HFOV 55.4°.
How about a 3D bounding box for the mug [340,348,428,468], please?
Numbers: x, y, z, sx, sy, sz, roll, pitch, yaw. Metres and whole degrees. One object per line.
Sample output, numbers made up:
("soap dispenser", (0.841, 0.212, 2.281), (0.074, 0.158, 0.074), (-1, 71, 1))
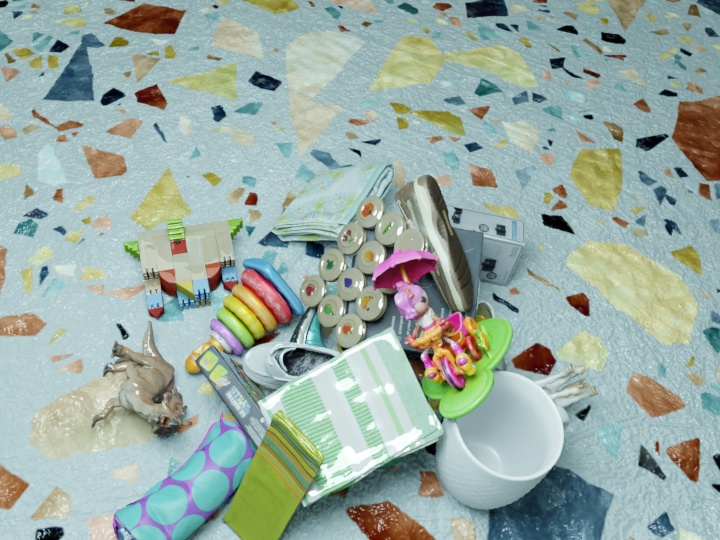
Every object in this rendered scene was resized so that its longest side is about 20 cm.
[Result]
("mug", (0.008, 0.206, 0.968), (0.184, 0.115, 0.153), (-33, 48, 9))

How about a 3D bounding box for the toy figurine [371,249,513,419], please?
("toy figurine", (0.085, 0.063, 0.884), (0.185, 0.149, 0.201), (50, 23, -13))

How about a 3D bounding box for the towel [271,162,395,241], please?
("towel", (-0.048, -0.125, 1.229), (0.169, 0.049, 0.201), (3, 42, 36))

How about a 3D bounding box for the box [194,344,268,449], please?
("box", (-0.146, 0.200, 0.958), (0.035, 0.110, 0.200), (-41, 65, -4))

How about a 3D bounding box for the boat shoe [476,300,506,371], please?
("boat shoe", (0.199, 0.133, 1.082), (0.073, 0.087, 0.204), (8, 50, -2))

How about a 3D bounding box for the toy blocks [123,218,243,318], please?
("toy blocks", (-0.279, -0.001, 1.124), (0.197, 0.100, 0.138), (-9, 65, -15))

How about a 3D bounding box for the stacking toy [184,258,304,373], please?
("stacking toy", (-0.192, 0.086, 1.060), (0.200, 0.110, 0.116), (-46, 25, -18))

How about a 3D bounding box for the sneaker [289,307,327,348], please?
("sneaker", (-0.074, 0.143, 1.053), (0.078, 0.078, 0.203), (14, 56, -16))

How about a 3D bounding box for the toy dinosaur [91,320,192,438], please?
("toy dinosaur", (-0.299, 0.166, 0.987), (0.133, 0.087, 0.201), (14, 33, -11))

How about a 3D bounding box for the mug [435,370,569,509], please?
("mug", (0.197, 0.237, 0.937), (0.197, 0.176, 0.149), (-15, 57, -20))

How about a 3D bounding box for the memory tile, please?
("memory tile", (0.000, 0.000, 1.000), (0.201, 0.017, 0.153), (-53, 52, 10))

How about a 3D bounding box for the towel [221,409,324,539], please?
("towel", (-0.113, 0.274, 0.856), (0.086, 0.202, 0.018), (40, 29, 25))

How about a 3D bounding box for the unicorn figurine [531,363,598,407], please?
("unicorn figurine", (0.261, 0.180, 1.009), (0.199, 0.136, 0.075), (36, 37, -39))

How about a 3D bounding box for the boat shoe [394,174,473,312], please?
("boat shoe", (0.104, -0.032, 1.005), (0.074, 0.074, 0.205), (-8, 80, -62))

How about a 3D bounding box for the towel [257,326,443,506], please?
("towel", (-0.013, 0.185, 0.865), (0.198, 0.023, 0.154), (-27, 80, -5))

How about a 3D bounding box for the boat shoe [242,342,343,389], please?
("boat shoe", (-0.094, 0.131, 0.956), (0.198, 0.069, 0.073), (11, 65, 35))

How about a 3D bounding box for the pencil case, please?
("pencil case", (-0.225, 0.286, 0.893), (0.092, 0.085, 0.200), (45, 56, 8))

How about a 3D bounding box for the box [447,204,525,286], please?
("box", (0.178, -0.049, 1.207), (0.197, 0.117, 0.061), (11, 50, 1))

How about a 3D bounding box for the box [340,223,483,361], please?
("box", (0.078, 0.034, 1.075), (0.193, 0.124, 0.203), (9, 77, -3))
